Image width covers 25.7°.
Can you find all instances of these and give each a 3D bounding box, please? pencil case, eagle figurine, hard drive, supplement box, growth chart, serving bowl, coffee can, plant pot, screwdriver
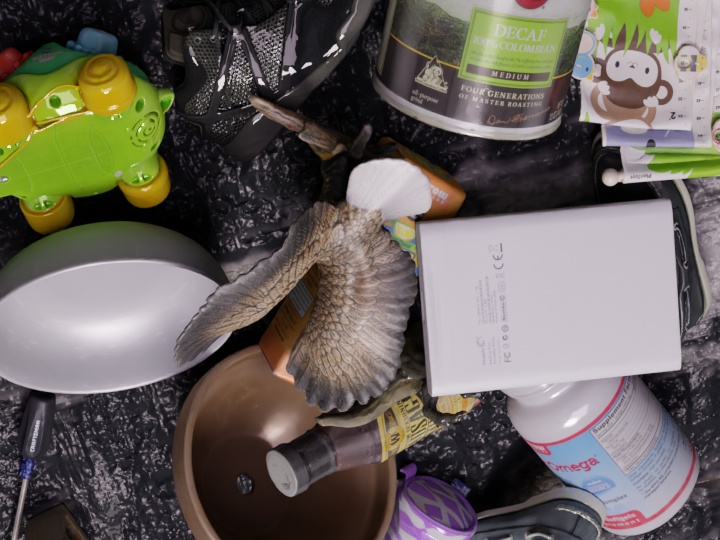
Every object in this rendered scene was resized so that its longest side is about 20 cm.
[{"bbox_3d":[0.023,0.271,1.400,0.085,0.084,0.201,36,109,13],"label":"pencil case"},{"bbox_3d":[-0.032,-0.003,1.147,0.150,0.151,0.202,15,81,15],"label":"eagle figurine"},{"bbox_3d":[0.145,0.020,1.214,0.197,0.025,0.134,-6,96,-8],"label":"hard drive"},{"bbox_3d":[0.000,0.000,1.242,0.066,0.069,0.201,27,99,-21],"label":"supplement box"},{"bbox_3d":[0.225,-0.162,1.207,0.143,0.018,0.202,-10,100,-8],"label":"growth chart"},{"bbox_3d":[-0.197,0.020,1.211,0.198,0.066,0.201,-11,151,-6],"label":"serving bowl"},{"bbox_3d":[0.097,-0.214,1.114,0.145,0.147,0.202,6,117,-12],"label":"coffee can"},{"bbox_3d":[-0.075,0.167,1.296,0.200,0.203,0.092,29,150,-22],"label":"plant pot"},{"bbox_3d":[-0.288,0.188,1.330,0.029,0.028,0.202,-1,118,-42],"label":"screwdriver"}]

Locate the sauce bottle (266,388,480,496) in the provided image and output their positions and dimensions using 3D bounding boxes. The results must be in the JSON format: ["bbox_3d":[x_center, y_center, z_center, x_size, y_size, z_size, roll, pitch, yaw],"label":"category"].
[{"bbox_3d":[0.013,0.122,1.275,0.199,0.066,0.067,-28,125,-32],"label":"sauce bottle"}]

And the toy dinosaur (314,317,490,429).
[{"bbox_3d":[0.056,0.083,1.252,0.088,0.200,0.048,36,146,13],"label":"toy dinosaur"}]

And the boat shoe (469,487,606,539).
[{"bbox_3d":[0.133,0.248,1.370,0.073,0.062,0.200,36,139,-16],"label":"boat shoe"}]

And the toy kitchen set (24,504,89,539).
[{"bbox_3d":[-0.154,0.282,1.328,0.198,0.164,0.181,-26,119,5],"label":"toy kitchen set"}]

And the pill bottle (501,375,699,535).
[{"bbox_3d":[0.193,0.124,1.331,0.108,0.109,0.200,-37,117,11],"label":"pill bottle"}]

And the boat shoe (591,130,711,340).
[{"bbox_3d":[0.228,-0.020,1.273,0.074,0.066,0.201,4,133,35],"label":"boat shoe"}]

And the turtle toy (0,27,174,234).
[{"bbox_3d":[-0.231,-0.107,1.141,0.198,0.102,0.146,-15,145,-2],"label":"turtle toy"}]

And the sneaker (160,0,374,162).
[{"bbox_3d":[-0.071,-0.181,1.144,0.114,0.077,0.200,31,115,-29],"label":"sneaker"}]
